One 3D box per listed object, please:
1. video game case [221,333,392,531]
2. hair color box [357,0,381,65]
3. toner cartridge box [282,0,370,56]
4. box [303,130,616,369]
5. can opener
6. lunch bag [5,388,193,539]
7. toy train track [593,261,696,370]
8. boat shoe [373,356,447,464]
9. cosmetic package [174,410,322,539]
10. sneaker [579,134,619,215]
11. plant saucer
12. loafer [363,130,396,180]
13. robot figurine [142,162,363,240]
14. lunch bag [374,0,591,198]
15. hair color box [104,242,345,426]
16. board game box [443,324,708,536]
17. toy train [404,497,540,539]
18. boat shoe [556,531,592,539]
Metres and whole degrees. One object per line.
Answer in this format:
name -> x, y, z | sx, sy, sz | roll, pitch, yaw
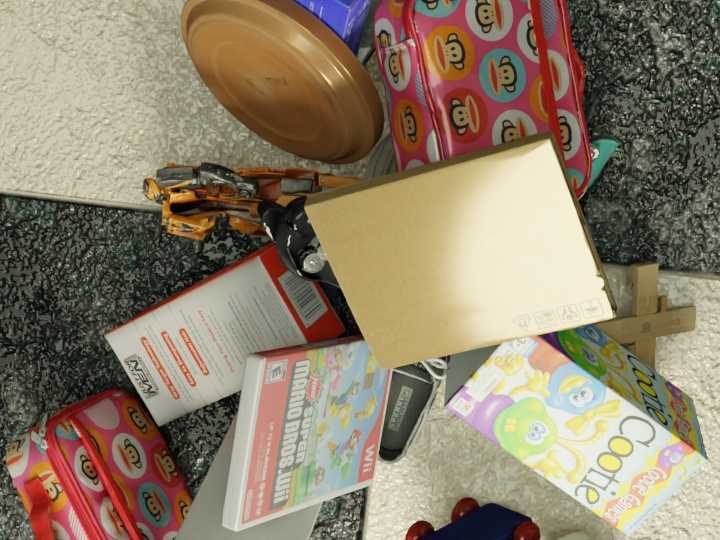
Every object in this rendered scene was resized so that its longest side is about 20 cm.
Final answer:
video game case -> -0.038, 0.128, 1.136 | 0.017, 0.200, 0.143 | 15, 102, 31
hair color box -> -0.052, -0.277, 1.206 | 0.200, 0.061, 0.099 | 35, 97, -2
toner cartridge box -> -0.049, -0.203, 1.143 | 0.095, 0.200, 0.043 | 34, 68, 6
box -> 0.077, -0.011, 1.046 | 0.200, 0.021, 0.164 | -14, 118, 21
can opener -> 0.000, 0.000, 1.141 | 0.200, 0.079, 0.063 | 35, 110, -32
lunch bag -> -0.226, 0.214, 1.201 | 0.082, 0.176, 0.200 | -29, 88, 23
toy train track -> 0.250, 0.089, 1.244 | 0.114, 0.033, 0.200 | -8, 105, -27
boat shoe -> 0.049, 0.079, 1.237 | 0.073, 0.068, 0.200 | 22, 97, 0
cosmetic package -> -0.096, 0.220, 1.189 | 0.107, 0.200, 0.085 | 23, 124, -1
sneaker -> 0.189, -0.066, 1.210 | 0.121, 0.084, 0.200 | -38, 96, 12
plant saucer -> -0.071, -0.161, 1.156 | 0.200, 0.200, 0.032 | 36, 66, -1
loafer -> 0.058, -0.108, 1.163 | 0.070, 0.070, 0.200 | 33, 55, -15
robot figurine -> -0.090, -0.058, 1.193 | 0.199, 0.145, 0.058 | 3, 82, -8
lunch bag -> 0.110, -0.141, 1.104 | 0.176, 0.082, 0.200 | -14, 96, -28
hair color box -> -0.122, 0.055, 1.203 | 0.200, 0.061, 0.102 | -25, 98, 33
board game box -> 0.182, 0.114, 1.163 | 0.200, 0.103, 0.105 | 35, 113, -10
toy train -> 0.075, 0.287, 1.206 | 0.085, 0.200, 0.116 | 15, 110, 38
boat shoe -> 0.159, 0.291, 1.199 | 0.062, 0.200, 0.075 | 37, 119, 32
